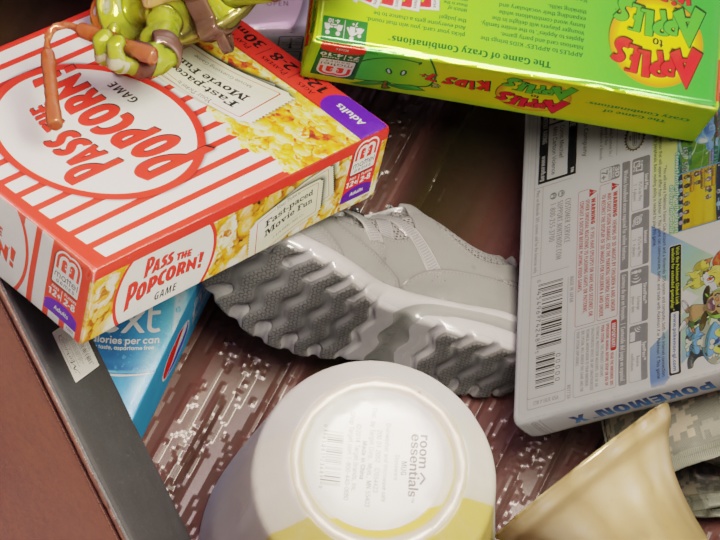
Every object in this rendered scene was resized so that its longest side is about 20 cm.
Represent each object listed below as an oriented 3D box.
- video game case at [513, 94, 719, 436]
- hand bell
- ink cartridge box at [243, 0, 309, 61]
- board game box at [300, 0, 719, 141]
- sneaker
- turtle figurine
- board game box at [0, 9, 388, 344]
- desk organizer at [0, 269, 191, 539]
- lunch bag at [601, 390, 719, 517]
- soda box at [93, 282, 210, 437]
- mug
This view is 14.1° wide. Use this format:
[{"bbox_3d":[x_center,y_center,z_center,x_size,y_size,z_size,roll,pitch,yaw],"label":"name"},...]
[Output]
[{"bbox_3d":[0.159,-0.029,1.439,0.182,0.022,0.201,-17,54,32],"label":"video game case"},{"bbox_3d":[0.164,0.173,1.372,0.104,0.104,0.200,-35,82,-18],"label":"hand bell"},{"bbox_3d":[-0.050,-0.209,1.578,0.162,0.057,0.201,-1,73,-6],"label":"ink cartridge box"},{"bbox_3d":[0.076,-0.133,1.423,0.199,0.048,0.102,9,71,-7],"label":"board game box"},{"bbox_3d":[0.000,0.000,1.472,0.199,0.075,0.082,23,48,-29],"label":"sneaker"},{"bbox_3d":[-0.069,-0.132,1.367,0.161,0.065,0.200,-18,29,23],"label":"turtle figurine"},{"bbox_3d":[-0.108,-0.057,1.383,0.151,0.046,0.200,36,43,25],"label":"board game box"},{"bbox_3d":[-0.149,0.097,1.381,0.077,0.072,0.201,-23,97,17],"label":"desk organizer"},{"bbox_3d":[0.206,0.026,1.468,0.199,0.118,0.165,-18,65,17],"label":"lunch bag"},{"bbox_3d":[-0.107,-0.003,1.477,0.064,0.068,0.201,22,68,4],"label":"soda box"},{"bbox_3d":[0.013,0.129,1.392,0.149,0.153,0.187,-37,77,-19],"label":"mug"}]
